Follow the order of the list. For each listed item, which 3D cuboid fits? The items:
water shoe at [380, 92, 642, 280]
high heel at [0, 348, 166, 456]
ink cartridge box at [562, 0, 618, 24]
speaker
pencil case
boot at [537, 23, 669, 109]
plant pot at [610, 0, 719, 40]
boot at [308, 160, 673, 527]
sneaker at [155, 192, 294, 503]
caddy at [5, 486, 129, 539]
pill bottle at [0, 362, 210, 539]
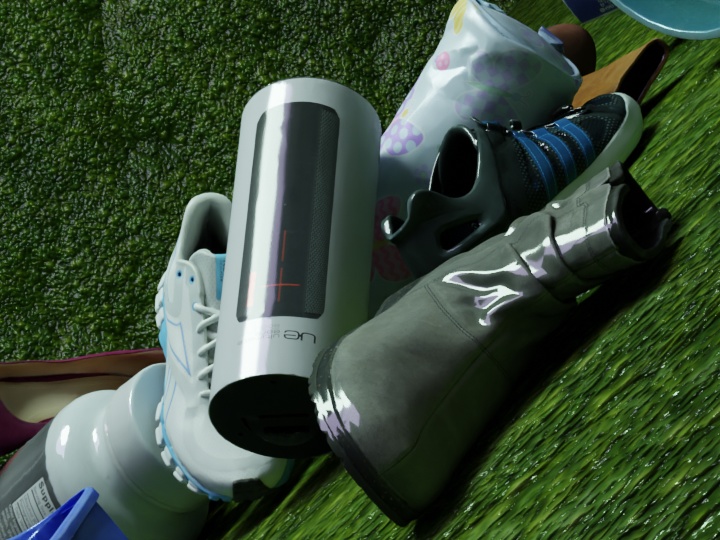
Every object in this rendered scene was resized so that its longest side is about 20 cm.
[{"bbox_3d":[0.085,-0.056,1.165,0.071,0.079,0.200,-38,7,44],"label":"water shoe"},{"bbox_3d":[-0.188,0.065,1.350,0.096,0.068,0.199,-45,-29,18],"label":"high heel"},{"bbox_3d":[0.236,-0.267,1.445,0.195,0.043,0.201,-20,33,40],"label":"ink cartridge box"},{"bbox_3d":[-0.033,-0.002,1.173,0.081,0.081,0.201,-39,36,43],"label":"speaker"},{"bbox_3d":[0.042,-0.058,1.263,0.201,0.090,0.083,-58,-19,11],"label":"pencil case"},{"bbox_3d":[0.128,-0.112,1.374,0.188,0.069,0.200,-45,6,-26],"label":"boot"},{"bbox_3d":[0.221,-0.254,1.196,0.187,0.201,0.200,-29,-3,-28],"label":"plant pot"},{"bbox_3d":[0.058,0.015,0.873,0.130,0.068,0.200,-35,9,22],"label":"boot"},{"bbox_3d":[-0.080,0.037,1.213,0.087,0.074,0.201,98,162,-44],"label":"sneaker"},{"bbox_3d":[-0.173,0.180,1.079,0.141,0.105,0.200,-42,4,8],"label":"caddy"},{"bbox_3d":[-0.159,0.140,1.300,0.200,0.111,0.111,-40,5,34],"label":"pill bottle"}]
